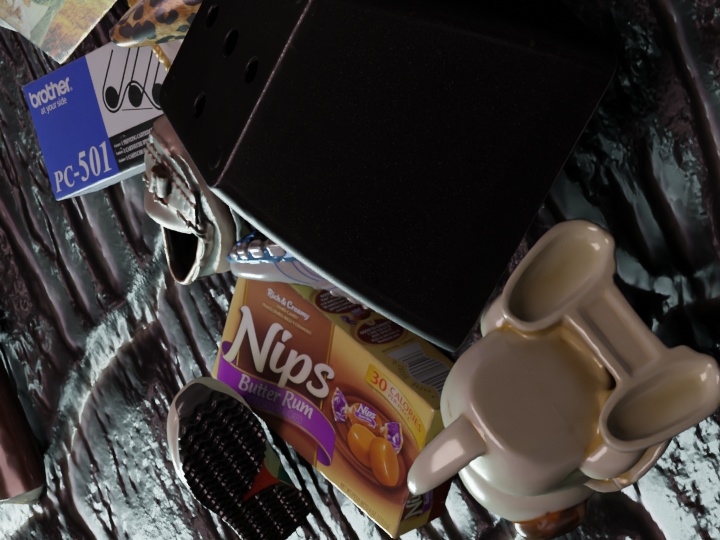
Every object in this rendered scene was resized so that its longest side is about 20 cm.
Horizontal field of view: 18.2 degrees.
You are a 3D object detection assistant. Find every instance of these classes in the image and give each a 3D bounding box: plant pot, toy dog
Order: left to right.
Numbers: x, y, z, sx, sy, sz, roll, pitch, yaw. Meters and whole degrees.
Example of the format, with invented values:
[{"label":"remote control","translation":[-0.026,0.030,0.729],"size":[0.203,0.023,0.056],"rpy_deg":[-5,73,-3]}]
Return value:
[{"label":"plant pot","translation":[-0.002,-0.103,1.308],"size":[0.200,0.177,0.200],"rpy_deg":[-62,30,17]},{"label":"toy dog","translation":[0.114,0.095,1.350],"size":[0.139,0.194,0.200],"rpy_deg":[42,165,11]}]

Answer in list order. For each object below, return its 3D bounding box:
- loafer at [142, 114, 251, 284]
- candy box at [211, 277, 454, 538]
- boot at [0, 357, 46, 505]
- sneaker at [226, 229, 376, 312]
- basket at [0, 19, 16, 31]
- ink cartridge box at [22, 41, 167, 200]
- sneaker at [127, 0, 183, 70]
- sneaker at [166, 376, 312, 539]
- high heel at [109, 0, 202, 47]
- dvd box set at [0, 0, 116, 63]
[{"label":"loafer","translation":[-0.119,-0.042,1.549],"size":[0.072,0.063,0.200],"rpy_deg":[53,173,23]},{"label":"candy box","translation":[-0.012,0.077,1.560],"size":[0.200,0.056,0.117],"rpy_deg":[39,129,30]},{"label":"boot","translation":[-0.352,0.121,1.938],"size":[0.186,0.064,0.201],"rpy_deg":[-16,96,50]},{"label":"sneaker","translation":[0.000,0.000,1.494],"size":[0.199,0.075,0.087],"rpy_deg":[-6,112,33]},{"label":"basket","translation":[-0.220,-0.278,1.593],"size":[0.135,0.181,0.201],"rpy_deg":[18,134,-3]},{"label":"ink cartridge box","translation":[-0.170,-0.122,1.666],"size":[0.199,0.044,0.095],"rpy_deg":[-18,88,48]},{"label":"sneaker","translation":[-0.077,-0.132,1.542],"size":[0.087,0.076,0.201],"rpy_deg":[-29,102,9]},{"label":"sneaker","translation":[-0.106,0.126,1.613],"size":[0.093,0.070,0.200],"rpy_deg":[42,170,36]},{"label":"high heel","translation":[-0.058,-0.139,1.463],"size":[0.199,0.071,0.143],"rpy_deg":[-20,84,9]},{"label":"dvd box set","translation":[-0.212,-0.232,1.494],"size":[0.146,0.029,0.200],"rpy_deg":[38,144,-12]}]
